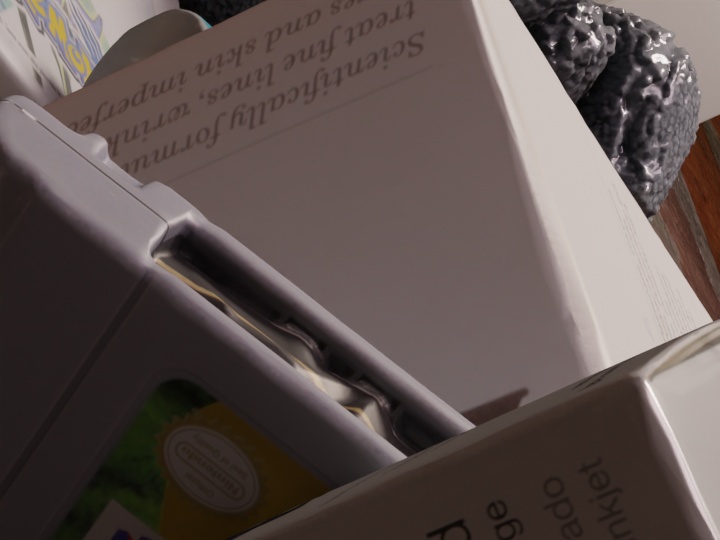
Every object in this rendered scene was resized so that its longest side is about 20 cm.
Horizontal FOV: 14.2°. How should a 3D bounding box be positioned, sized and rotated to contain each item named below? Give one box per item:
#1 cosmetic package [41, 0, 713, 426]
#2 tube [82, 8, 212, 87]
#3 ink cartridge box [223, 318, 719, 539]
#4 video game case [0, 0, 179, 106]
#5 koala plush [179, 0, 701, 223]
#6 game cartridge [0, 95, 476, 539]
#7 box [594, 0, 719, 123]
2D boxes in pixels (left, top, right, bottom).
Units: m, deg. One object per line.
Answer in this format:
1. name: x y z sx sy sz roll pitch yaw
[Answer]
1. cosmetic package: 0.004 0.062 0.677 0.200 0.164 0.166 52 18 -51
2. tube: 0.000 0.000 0.848 0.200 0.051 0.077 40 -12 -37
3. ink cartridge box: -0.006 0.115 0.449 0.146 0.199 0.083 66 20 3
4. video game case: -0.100 -0.094 0.868 0.200 0.022 0.183 53 17 -44
5. koala plush: 0.009 -0.039 0.983 0.178 0.183 0.201 70 26 -47
6. game cartridge: -0.019 0.079 0.521 0.200 0.134 0.040 37 27 3
7. box: 0.251 -0.237 2.402 0.153 0.106 0.200 57 15 -36
